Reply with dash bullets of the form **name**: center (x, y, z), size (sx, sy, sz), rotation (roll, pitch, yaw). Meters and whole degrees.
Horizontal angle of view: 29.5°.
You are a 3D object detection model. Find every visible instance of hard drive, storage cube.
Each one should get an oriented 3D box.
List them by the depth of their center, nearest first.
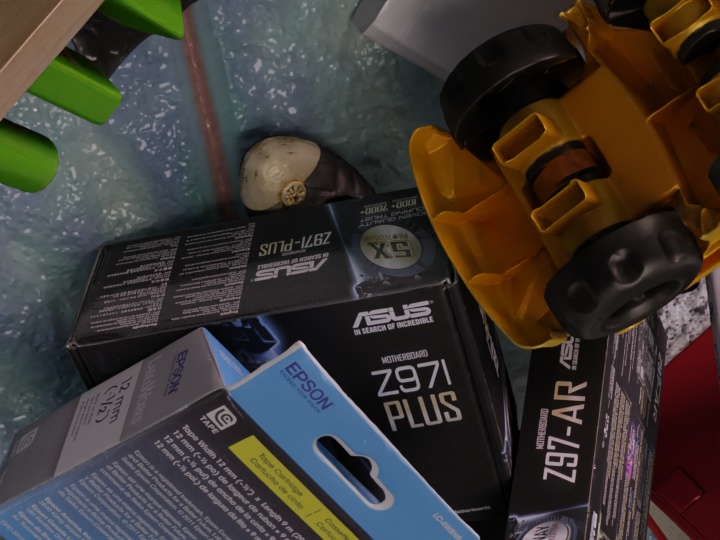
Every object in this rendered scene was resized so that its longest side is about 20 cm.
- **hard drive**: center (0.110, -0.141, 0.735), size (0.199, 0.026, 0.132), rotation (24, 109, -32)
- **storage cube**: center (0.287, 0.138, 0.882), size (0.180, 0.200, 0.171), rotation (-41, 126, -2)

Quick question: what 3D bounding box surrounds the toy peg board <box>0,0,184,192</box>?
- **toy peg board**: center (-0.152, -0.143, 0.551), size (0.200, 0.199, 0.098), rotation (-46, 156, 10)

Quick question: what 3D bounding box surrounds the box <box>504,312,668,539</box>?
- **box**: center (0.133, 0.097, 0.775), size (0.043, 0.201, 0.160), rotation (1, 156, 23)

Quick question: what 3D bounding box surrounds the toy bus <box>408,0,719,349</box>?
- **toy bus**: center (0.155, -0.057, 0.648), size (0.200, 0.136, 0.191), rotation (-39, 154, 26)

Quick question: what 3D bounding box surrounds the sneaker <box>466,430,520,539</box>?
- **sneaker**: center (0.105, 0.202, 0.928), size (0.067, 0.108, 0.203), rotation (-2, 91, 19)

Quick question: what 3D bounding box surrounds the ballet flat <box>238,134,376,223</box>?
- **ballet flat**: center (0.000, 0.000, 0.759), size (0.066, 0.057, 0.200), rotation (-37, 127, 2)

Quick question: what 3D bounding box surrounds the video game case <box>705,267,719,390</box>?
- **video game case**: center (0.301, 0.049, 0.764), size (0.198, 0.184, 0.022), rotation (-6, 169, 4)

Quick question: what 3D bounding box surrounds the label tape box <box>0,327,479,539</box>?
- **label tape box**: center (-0.061, 0.105, 0.668), size (0.199, 0.066, 0.143), rotation (-29, 119, 24)

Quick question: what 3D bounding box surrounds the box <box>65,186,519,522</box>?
- **box**: center (-0.027, 0.057, 0.723), size (0.198, 0.086, 0.165), rotation (-9, 127, 12)

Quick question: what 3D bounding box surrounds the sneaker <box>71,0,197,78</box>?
- **sneaker**: center (-0.068, -0.179, 0.620), size (0.199, 0.060, 0.104), rotation (-32, 126, 6)

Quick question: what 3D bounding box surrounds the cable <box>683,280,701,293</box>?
- **cable**: center (0.141, -0.021, 0.827), size (0.198, 0.051, 0.097), rotation (-2, 150, -6)
